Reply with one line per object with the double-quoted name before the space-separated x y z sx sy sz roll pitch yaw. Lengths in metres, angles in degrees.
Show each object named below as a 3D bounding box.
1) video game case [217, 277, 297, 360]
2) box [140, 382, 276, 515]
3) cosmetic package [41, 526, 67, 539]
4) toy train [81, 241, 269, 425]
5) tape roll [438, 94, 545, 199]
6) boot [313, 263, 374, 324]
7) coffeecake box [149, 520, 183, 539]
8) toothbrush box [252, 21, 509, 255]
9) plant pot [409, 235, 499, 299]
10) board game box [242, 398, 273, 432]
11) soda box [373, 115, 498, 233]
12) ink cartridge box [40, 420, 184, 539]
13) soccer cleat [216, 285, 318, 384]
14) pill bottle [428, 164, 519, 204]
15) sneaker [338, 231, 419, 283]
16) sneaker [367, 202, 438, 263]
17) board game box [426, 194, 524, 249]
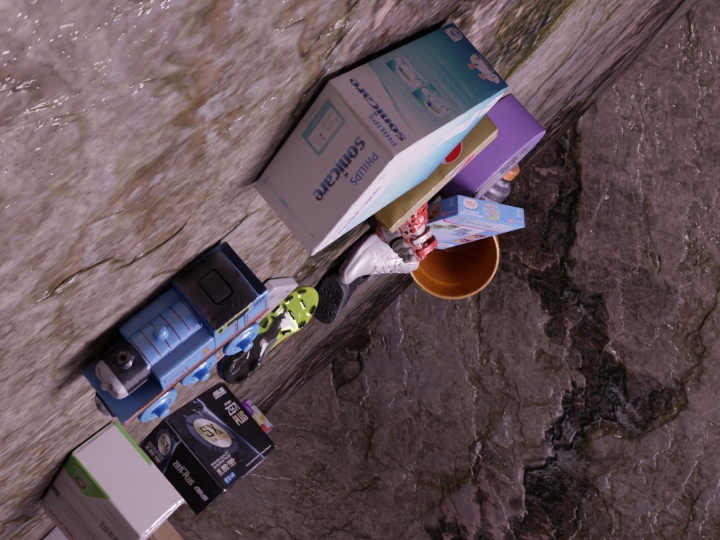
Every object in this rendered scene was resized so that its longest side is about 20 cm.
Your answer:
"video game case" -0.179 0.084 1.397 0.200 0.018 0.143 -43 175 7
"box" -0.271 0.318 1.790 0.086 0.164 0.200 -44 173 26
"cosmetic package" -0.515 0.490 1.819 0.200 0.081 0.113 -42 173 11
"toy train" -0.176 0.064 0.955 0.199 0.087 0.114 -38 165 -18
"tape roll" 0.208 -0.193 1.648 0.200 0.085 0.200 -42 174 -5
"boot" 0.000 0.000 1.820 0.200 0.066 0.165 -44 178 -32
"coffeecake box" -0.693 0.888 3.243 0.200 0.154 0.073 -46 172 38
"toothbrush box" 0.021 -0.119 0.879 0.200 0.085 0.146 -38 174 -45
"plant pot" 0.203 -0.065 2.144 0.200 0.200 0.184 -44 -171 21
"board game box" -0.331 0.430 2.531 0.103 0.105 0.200 -45 175 29
"soda box" 0.092 -0.141 1.335 0.200 0.064 0.068 -43 175 3
"ink cartridge box" -0.346 0.319 1.358 0.084 0.146 0.200 -38 174 -42
"soccer cleat" -0.150 0.093 1.546 0.200 0.065 0.084 -45 -155 -11
"pill bottle" 0.221 -0.153 1.933 0.200 0.106 0.106 -46 173 32
"sneaker" 0.047 -0.027 1.712 0.199 0.100 0.075 -37 175 -30
"sneaker" 0.085 -0.083 1.501 0.067 0.108 0.202 -38 173 -28
"board game box" 0.148 -0.077 1.636 0.150 0.037 0.199 8 165 -37
